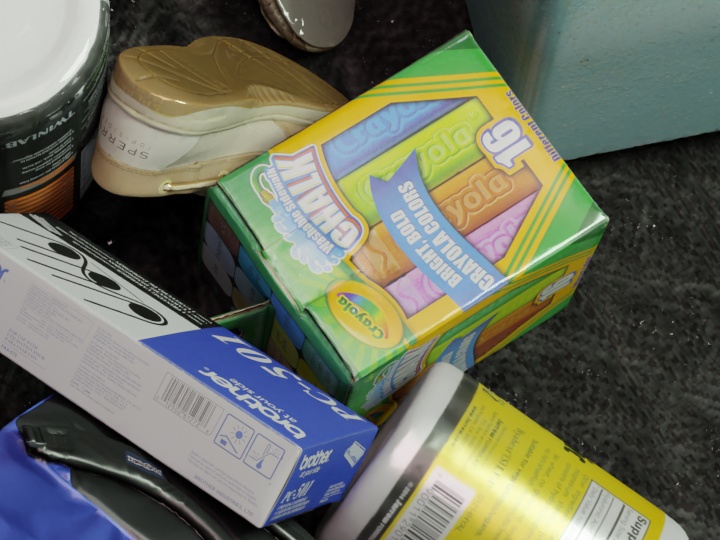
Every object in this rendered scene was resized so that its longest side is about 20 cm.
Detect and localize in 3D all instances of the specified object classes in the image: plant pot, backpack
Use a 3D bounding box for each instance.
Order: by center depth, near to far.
[{"bbox_3d":[-0.097,0.167,1.159,0.200,0.163,0.168,37,107,3],"label":"backpack"},{"bbox_3d":[0.153,-0.198,1.282,0.195,0.200,0.197,-10,65,-5],"label":"plant pot"}]

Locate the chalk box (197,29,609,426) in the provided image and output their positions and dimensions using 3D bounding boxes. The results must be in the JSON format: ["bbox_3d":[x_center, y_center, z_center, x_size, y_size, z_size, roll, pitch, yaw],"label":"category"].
[{"bbox_3d":[0.000,0.000,1.251,0.200,0.125,0.124,-33,76,-16],"label":"chalk box"}]

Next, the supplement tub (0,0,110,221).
[{"bbox_3d":[-0.182,-0.085,1.218,0.122,0.200,0.123,3,70,-7],"label":"supplement tub"}]

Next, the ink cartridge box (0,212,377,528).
[{"bbox_3d":[-0.097,0.041,1.154,0.200,0.094,0.044,32,103,17],"label":"ink cartridge box"}]

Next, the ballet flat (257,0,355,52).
[{"bbox_3d":[-0.055,-0.205,1.365,0.067,0.046,0.201,-9,74,-43],"label":"ballet flat"}]

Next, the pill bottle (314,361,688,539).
[{"bbox_3d":[0.087,0.142,1.211,0.200,0.111,0.111,36,70,-1],"label":"pill bottle"}]

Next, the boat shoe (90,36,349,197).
[{"bbox_3d":[-0.072,-0.070,1.258,0.074,0.200,0.069,36,109,22],"label":"boat shoe"}]
